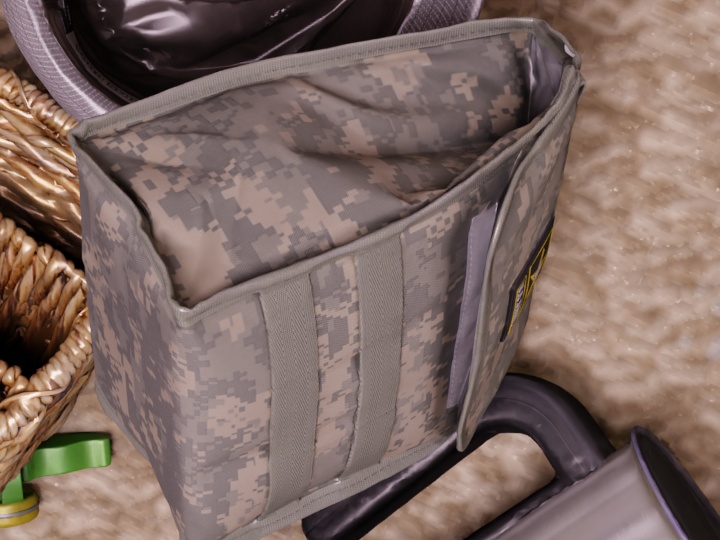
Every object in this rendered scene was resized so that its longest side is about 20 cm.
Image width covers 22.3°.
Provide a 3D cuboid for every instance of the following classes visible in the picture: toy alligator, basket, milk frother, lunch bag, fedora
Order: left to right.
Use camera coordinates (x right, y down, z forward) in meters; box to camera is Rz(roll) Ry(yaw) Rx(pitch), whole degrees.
[{"bbox_3d":[-0.204,-0.006,0.769,0.200,0.143,0.149,36,132,0],"label":"basket"},{"bbox_3d":[-0.218,0.093,0.858,0.199,0.054,0.060,-1,100,8],"label":"toy alligator"},{"bbox_3d":[-0.048,-0.131,0.772,0.199,0.090,0.178,-21,99,4],"label":"fedora"},{"bbox_3d":[0.000,0.000,0.714,0.199,0.164,0.118,-23,56,-21],"label":"lunch bag"},{"bbox_3d":[0.053,0.149,0.757,0.188,0.200,0.181,-37,92,13],"label":"milk frother"}]
